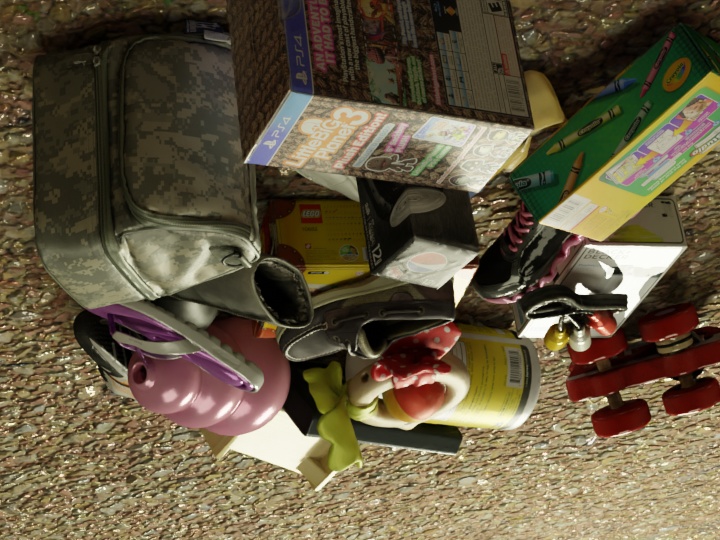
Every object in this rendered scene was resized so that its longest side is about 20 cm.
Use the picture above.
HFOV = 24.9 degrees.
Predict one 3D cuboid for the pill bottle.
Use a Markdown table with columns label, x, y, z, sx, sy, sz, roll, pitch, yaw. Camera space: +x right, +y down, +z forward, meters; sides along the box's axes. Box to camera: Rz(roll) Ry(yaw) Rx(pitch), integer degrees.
| label | x | y | z | sx | sy | sz | roll | pitch | yaw |
| --- | --- | --- | --- | --- | --- | --- | --- | --- | --- |
| pill bottle | 0.089 | 0.112 | 1.790 | 0.199 | 0.113 | 0.112 | 8 | 148 | -27 |

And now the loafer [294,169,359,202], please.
| label | x | y | z | sx | sy | sz | roll | pitch | yaw |
| --- | --- | --- | --- | --- | --- | --- | --- | --- | --- |
| loafer | -0.022 | -0.107 | 1.423 | 0.069 | 0.070 | 0.200 | 19 | 173 | 34 |

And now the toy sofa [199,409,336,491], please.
| label | x | y | z | sx | sy | sz | roll | pitch | yaw |
| --- | --- | --- | --- | --- | --- | --- | --- | --- | --- |
| toy sofa | -0.102 | 0.181 | 1.917 | 0.083 | 0.098 | 0.200 | -47 | 139 | 14 |

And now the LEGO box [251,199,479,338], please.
| label | x | y | z | sx | sy | sz | roll | pitch | yaw |
| --- | --- | --- | --- | --- | --- | --- | --- | --- | --- |
| LEGO box | 0.000 | 0.000 | 1.597 | 0.198 | 0.078 | 0.149 | 0 | 151 | -15 |

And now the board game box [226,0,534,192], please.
| label | x | y | z | sx | sy | sz | roll | pitch | yaw |
| --- | --- | --- | --- | --- | --- | --- | --- | --- | --- |
| board game box | 0.012 | -0.159 | 1.222 | 0.199 | 0.161 | 0.097 | 7 | 149 | -24 |

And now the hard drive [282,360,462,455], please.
| label | x | y | z | sx | sy | sz | roll | pitch | yaw |
| --- | --- | --- | --- | --- | --- | --- | --- | --- | --- |
| hard drive | 0.002 | 0.151 | 1.826 | 0.199 | 0.140 | 0.033 | 11 | 110 | -31 |

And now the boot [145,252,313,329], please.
| label | x | y | z | sx | sy | sz | roll | pitch | yaw |
| --- | --- | --- | --- | --- | --- | --- | --- | --- | --- |
| boot | -0.124 | 0.020 | 1.529 | 0.199 | 0.073 | 0.182 | 5 | 161 | 32 |

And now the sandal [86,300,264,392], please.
| label | x | y | z | sx | sy | sz | roll | pitch | yaw |
| --- | --- | --- | --- | --- | --- | --- | --- | --- | --- |
| sandal | -0.187 | 0.072 | 1.555 | 0.202 | 0.050 | 0.082 | 26 | 159 | -4 |

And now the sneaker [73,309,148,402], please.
| label | x | y | z | sx | sy | sz | roll | pitch | yaw |
| --- | --- | --- | --- | --- | --- | --- | --- | --- | --- |
| sneaker | -0.252 | 0.098 | 1.718 | 0.079 | 0.074 | 0.200 | -16 | 150 | 18 |

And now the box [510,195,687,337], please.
| label | x | y | z | sx | sy | sz | roll | pitch | yaw |
| --- | --- | --- | --- | --- | --- | --- | --- | --- | --- |
| box | 0.240 | -0.002 | 1.674 | 0.116 | 0.061 | 0.200 | 1 | 150 | -17 |

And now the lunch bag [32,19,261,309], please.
| label | x | y | z | sx | sy | sz | roll | pitch | yaw |
| --- | --- | --- | --- | --- | --- | --- | --- | --- | --- |
| lunch bag | -0.161 | -0.085 | 1.278 | 0.166 | 0.201 | 0.140 | -8 | 155 | 7 |

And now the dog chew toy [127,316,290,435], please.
| label | x | y | z | sx | sy | sz | roll | pitch | yaw |
| --- | --- | --- | --- | --- | --- | --- | --- | --- | --- |
| dog chew toy | -0.161 | 0.107 | 1.676 | 0.124 | 0.125 | 0.199 | -26 | 161 | 30 |

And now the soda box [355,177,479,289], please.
| label | x | y | z | sx | sy | sz | roll | pitch | yaw |
| --- | --- | --- | --- | --- | --- | --- | --- | --- | --- |
| soda box | 0.037 | -0.091 | 1.311 | 0.070 | 0.201 | 0.063 | 12 | 144 | -33 |

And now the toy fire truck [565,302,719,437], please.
| label | x | y | z | sx | sy | sz | roll | pitch | yaw |
| --- | --- | --- | --- | --- | --- | --- | --- | --- | --- |
| toy fire truck | 0.326 | 0.100 | 1.839 | 0.199 | 0.113 | 0.168 | -18 | -174 | 16 |

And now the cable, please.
| label | x | y | z | sx | sy | sz | roll | pitch | yaw |
| --- | --- | --- | --- | --- | --- | --- | --- | --- | --- |
| cable | 0.215 | 0.046 | 1.600 | 0.096 | 0.051 | 0.200 | -17 | 169 | 12 |

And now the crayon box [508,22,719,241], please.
| label | x | y | z | sx | sy | sz | roll | pitch | yaw |
| --- | --- | --- | --- | --- | --- | --- | --- | --- | --- |
| crayon box | 0.239 | -0.114 | 1.400 | 0.200 | 0.058 | 0.118 | -42 | 151 | 24 |

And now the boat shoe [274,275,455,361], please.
| label | x | y | z | sx | sy | sz | roll | pitch | yaw |
| --- | --- | --- | --- | --- | --- | --- | --- | --- | --- |
| boat shoe | 0.004 | 0.051 | 1.539 | 0.199 | 0.065 | 0.072 | -23 | 150 | 26 |

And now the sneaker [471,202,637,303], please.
| label | x | y | z | sx | sy | sz | roll | pitch | yaw |
| --- | --- | --- | --- | --- | --- | --- | --- | --- | --- |
| sneaker | 0.173 | -0.052 | 1.540 | 0.200 | 0.079 | 0.095 | -41 | 134 | 16 |

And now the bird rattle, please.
| label | x | y | z | sx | sy | sz | roll | pitch | yaw |
| --- | --- | --- | --- | --- | --- | --- | --- | --- | --- |
| bird rattle | 0.039 | 0.110 | 1.651 | 0.162 | 0.113 | 0.200 | 15 | 132 | -44 |

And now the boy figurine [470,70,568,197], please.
| label | x | y | z | sx | sy | sz | roll | pitch | yaw |
| --- | --- | --- | --- | --- | --- | --- | --- | --- | --- |
| boy figurine | 0.112 | -0.097 | 1.445 | 0.124 | 0.065 | 0.200 | -9 | 150 | -51 |
